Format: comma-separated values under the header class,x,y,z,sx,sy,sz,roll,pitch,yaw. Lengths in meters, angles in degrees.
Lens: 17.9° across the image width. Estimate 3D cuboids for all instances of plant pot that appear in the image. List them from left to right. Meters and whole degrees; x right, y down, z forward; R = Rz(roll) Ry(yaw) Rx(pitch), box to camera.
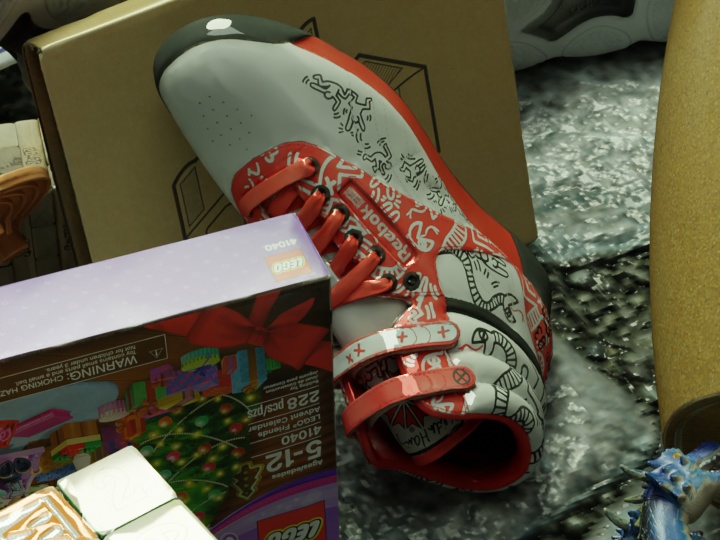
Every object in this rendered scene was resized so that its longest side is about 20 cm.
class,x,y,z,sx,sy,sz,roll,pitch,yaw
plant pot,0.183,-0.008,0.848,0.186,0.187,0.200,12,55,16

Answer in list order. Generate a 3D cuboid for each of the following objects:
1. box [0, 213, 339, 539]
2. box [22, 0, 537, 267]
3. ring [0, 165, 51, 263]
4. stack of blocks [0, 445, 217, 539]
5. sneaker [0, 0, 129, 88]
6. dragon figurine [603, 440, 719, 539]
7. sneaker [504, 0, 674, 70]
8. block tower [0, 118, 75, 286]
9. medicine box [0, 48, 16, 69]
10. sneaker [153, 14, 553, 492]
class,x,y,z,sx,sy,sz,roll,pitch,yaw
box,-0.106,0.066,0.783,0.199,0.137,0.039,-15,43,-14
box,-0.024,-0.047,0.896,0.200,0.164,0.021,-25,30,-25
ring,-0.193,0.025,0.826,0.200,0.200,0.019,-34,90,-32
stack of blocks,-0.037,0.160,0.687,0.058,0.115,0.200,-26,46,-25
sneaker,-0.136,-0.128,0.884,0.075,0.200,0.114,-43,64,15
dragon figurine,0.079,0.140,0.746,0.099,0.059,0.200,28,55,32
sneaker,0.079,-0.159,1.068,0.199,0.076,0.114,-9,63,-17
block tower,-0.082,-0.037,0.969,0.199,0.058,0.054,-8,41,-10
medicine box,-0.215,-0.169,1.015,0.200,0.183,0.103,-29,17,-30
sneaker,0.001,0.000,0.833,0.067,0.201,0.108,-29,36,29
